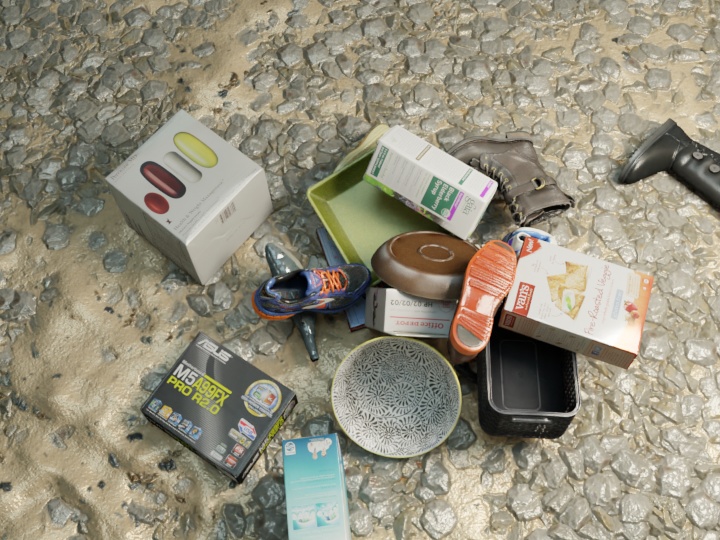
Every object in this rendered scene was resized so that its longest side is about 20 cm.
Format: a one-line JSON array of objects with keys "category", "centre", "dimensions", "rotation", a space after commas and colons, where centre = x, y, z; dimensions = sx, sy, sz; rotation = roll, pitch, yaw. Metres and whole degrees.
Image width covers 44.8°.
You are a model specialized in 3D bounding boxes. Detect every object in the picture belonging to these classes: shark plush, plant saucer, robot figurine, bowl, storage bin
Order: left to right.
[{"category": "shark plush", "centre": [-0.115, 0.056, 1.443], "dimensions": [0.089, 0.083, 0.204], "rotation": [-13, 74, 17]}, {"category": "plant saucer", "centre": [0.038, -0.097, 1.484], "dimensions": [0.198, 0.048, 0.202], "rotation": [-31, 80, -4]}, {"category": "bowl", "centre": [0.058, 0.176, 1.343], "dimensions": [0.197, 0.204, 0.094], "rotation": [6, 20, 6]}, {"category": "plant saucer", "centre": [0.115, -0.016, 1.350], "dimensions": [0.196, 0.033, 0.201], "rotation": [5, 28, -2]}, {"category": "robot figurine", "centre": [0.232, 0.145, 1.392], "dimensions": [0.145, 0.058, 0.200], "rotation": [-41, 68, -18]}, {"category": "storage bin", "centre": [0.246, 0.138, 1.307], "dimensions": [0.133, 0.094, 0.203], "rotation": [2, 59, 0]}]

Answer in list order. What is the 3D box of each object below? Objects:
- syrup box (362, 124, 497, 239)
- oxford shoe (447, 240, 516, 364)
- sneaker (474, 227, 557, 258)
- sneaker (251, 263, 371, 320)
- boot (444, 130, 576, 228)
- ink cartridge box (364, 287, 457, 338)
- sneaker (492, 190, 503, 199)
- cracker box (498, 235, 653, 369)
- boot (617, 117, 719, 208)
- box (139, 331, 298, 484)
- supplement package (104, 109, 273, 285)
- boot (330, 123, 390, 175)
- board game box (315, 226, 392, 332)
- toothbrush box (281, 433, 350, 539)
[{"category": "syrup box", "centre": [0.113, -0.143, 1.410], "dimensions": [0.198, 0.079, 0.081], "rotation": [32, 36, 8]}, {"category": "oxford shoe", "centre": [0.168, 0.043, 1.255], "dimensions": [0.070, 0.073, 0.201], "rotation": [27, 59, 4]}, {"category": "sneaker", "centre": [0.225, -0.029, 1.433], "dimensions": [0.196, 0.147, 0.082], "rotation": [4, 62, 4]}, {"category": "sneaker", "centre": [-0.072, 0.029, 1.378], "dimensions": [0.197, 0.079, 0.076], "rotation": [-15, 73, -18]}, {"category": "boot", "centre": [0.240, -0.143, 1.454], "dimensions": [0.197, 0.070, 0.176], "rotation": [-16, 58, -6]}, {"category": "ink cartridge box", "centre": [0.080, 0.063, 1.348], "dimensions": [0.113, 0.200, 0.069], "rotation": [3, 90, -11]}, {"category": "sneaker", "centre": [0.234, -0.144, 1.537], "dimensions": [0.197, 0.072, 0.113], "rotation": [22, 61, 22]}, {"category": "cracker box", "centre": [0.314, 0.045, 1.276], "dimensions": [0.197, 0.058, 0.135], "rotation": [18, 61, 9]}, {"category": "boot", "centre": [0.579, -0.160, 1.539], "dimensions": [0.200, 0.066, 0.165], "rotation": [42, 73, 17]}, {"category": "box", "centre": [-0.223, 0.214, 1.384], "dimensions": [0.198, 0.044, 0.161], "rotation": [30, 68, 17]}, {"category": "supplement package", "centre": [-0.291, -0.128, 1.510], "dimensions": [0.199, 0.148, 0.192], "rotation": [35, 69, 18]}, {"category": "boot", "centre": [0.040, -0.154, 1.554], "dimensions": [0.154, 0.073, 0.200], "rotation": [34, 66, 17]}, {"category": "board game box", "centre": [0.000, 0.000, 1.501], "dimensions": [0.101, 0.020, 0.202], "rotation": [-17, 63, -5]}, {"category": "toothbrush box", "centre": [-0.058, 0.355, 1.245], "dimensions": [0.084, 0.147, 0.203], "rotation": [-8, 63, -1]}]
